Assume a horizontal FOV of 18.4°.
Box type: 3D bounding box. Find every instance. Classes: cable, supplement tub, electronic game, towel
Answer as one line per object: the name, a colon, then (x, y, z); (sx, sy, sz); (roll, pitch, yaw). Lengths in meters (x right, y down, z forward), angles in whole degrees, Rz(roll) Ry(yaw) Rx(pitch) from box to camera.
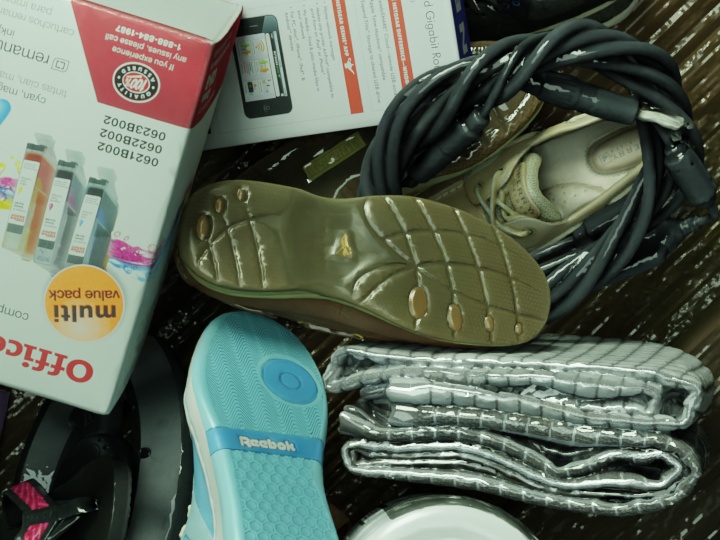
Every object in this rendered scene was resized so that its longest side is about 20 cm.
cable: (0.083, -0.046, 1.176); (0.199, 0.051, 0.164); (-20, 126, 12)
supplement tub: (0.040, 0.179, 1.171); (0.122, 0.200, 0.123); (0, 84, -1)
electronic game: (-0.146, 0.131, 1.242); (0.041, 0.200, 0.201); (17, 88, -31)
towel: (0.089, 0.082, 1.197); (0.199, 0.166, 0.086); (3, 93, 12)

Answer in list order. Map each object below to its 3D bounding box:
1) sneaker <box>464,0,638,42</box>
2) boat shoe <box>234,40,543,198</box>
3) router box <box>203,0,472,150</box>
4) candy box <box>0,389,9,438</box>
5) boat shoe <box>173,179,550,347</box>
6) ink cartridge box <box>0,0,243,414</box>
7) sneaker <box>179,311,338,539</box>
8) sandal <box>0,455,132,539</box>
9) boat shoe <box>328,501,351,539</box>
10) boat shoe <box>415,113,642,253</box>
sneaker: (0.056, -0.162, 1.250); (0.199, 0.112, 0.074); (-12, 81, 9)
boat shoe: (0.016, -0.068, 1.268); (0.199, 0.076, 0.072); (-25, 76, 8)
router box: (-0.040, -0.172, 1.196); (0.178, 0.049, 0.201); (-7, 102, 11)
candy box: (-0.324, 0.135, 1.319); (0.199, 0.072, 0.169); (10, 87, 12)
boat shoe: (0.000, 0.000, 1.162); (0.199, 0.068, 0.072); (11, 73, -9)
ink cartridge box: (-0.160, -0.053, 1.136); (0.144, 0.145, 0.201); (16, 105, -2)
sneaker: (-0.071, 0.127, 1.134); (0.079, 0.131, 0.201); (15, 43, -21)
sandal: (-0.181, 0.149, 1.205); (0.045, 0.200, 0.076); (18, 63, -29)
boat shoe: (-0.061, 0.216, 1.255); (0.071, 0.076, 0.201); (18, 90, 23)
boat shoe: (0.093, -0.042, 1.256); (0.199, 0.065, 0.072); (-26, 81, 8)
